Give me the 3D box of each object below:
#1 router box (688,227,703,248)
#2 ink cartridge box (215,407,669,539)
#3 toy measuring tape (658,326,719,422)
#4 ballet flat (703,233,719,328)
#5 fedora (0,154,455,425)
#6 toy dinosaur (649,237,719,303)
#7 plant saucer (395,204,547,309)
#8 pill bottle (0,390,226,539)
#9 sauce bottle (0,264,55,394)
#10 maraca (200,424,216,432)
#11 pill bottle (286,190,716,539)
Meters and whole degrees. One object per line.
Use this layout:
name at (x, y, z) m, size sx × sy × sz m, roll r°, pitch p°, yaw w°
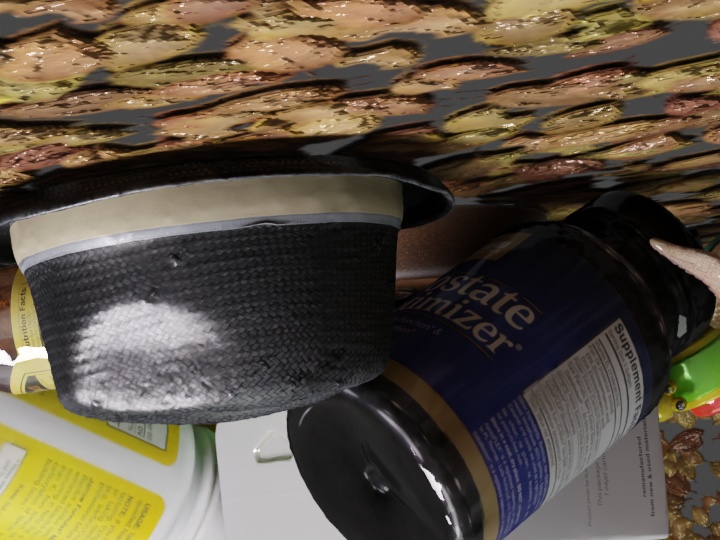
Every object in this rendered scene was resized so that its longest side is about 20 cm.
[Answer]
router box at (0.087, 0.033, 1.119) m, size 0.200 × 0.052 × 0.157 m, roll -17°, pitch 180°, yaw -34°
ink cartridge box at (0.041, 0.113, 1.006) m, size 0.200 × 0.084 × 0.145 m, roll 1°, pitch 171°, yaw -30°
toy measuring tape at (0.230, 0.035, 1.187) m, size 0.073 × 0.074 × 0.200 m, roll -13°, pitch -160°, yaw 42°
ballet flat at (0.258, 0.005, 1.114) m, size 0.065 × 0.071 × 0.200 m, roll 23°, pitch -163°, yaw 27°
fedora at (-0.057, 0.013, 0.757) m, size 0.200 × 0.092 × 0.201 m, roll -7°, pitch 173°, yaw -1°
toy dinosaur at (0.236, 0.014, 0.843) m, size 0.199 × 0.086 × 0.136 m, roll -10°, pitch 135°, yaw 6°
plant saucer at (0.000, 0.000, 0.976) m, size 0.200 × 0.035 × 0.200 m, roll -8°, pitch 174°, yaw -1°
pill bottle at (-0.162, 0.102, 1.018) m, size 0.200 × 0.115 × 0.114 m, roll 29°, pitch 153°, yaw -31°
sauce bottle at (-0.149, 0.025, 0.895) m, size 0.199 × 0.066 × 0.066 m, roll -8°, pitch 173°, yaw 16°
maraca at (-0.070, 0.093, 1.164) m, size 0.200 × 0.107 × 0.137 m, roll 42°, pitch 180°, yaw -24°
pill bottle at (0.071, 0.046, 0.871) m, size 0.200 × 0.112 × 0.112 m, roll -35°, pitch -170°, yaw -32°
